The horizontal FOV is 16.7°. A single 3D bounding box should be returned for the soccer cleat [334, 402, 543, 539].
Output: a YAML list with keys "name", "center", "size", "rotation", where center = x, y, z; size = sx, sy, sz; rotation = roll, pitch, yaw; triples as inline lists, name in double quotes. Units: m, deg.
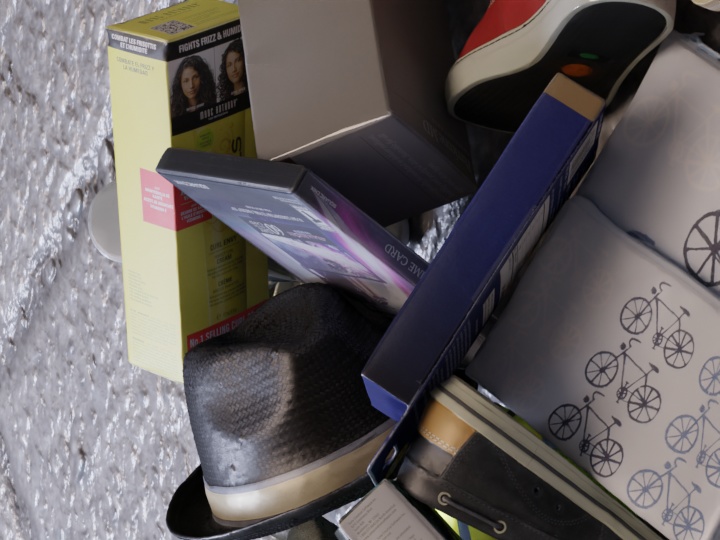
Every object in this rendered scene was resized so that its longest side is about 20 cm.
- name: "soccer cleat"
  center: [0.062, 0.131, 1.318]
  size: [0.084, 0.065, 0.200]
  rotation: [53, 137, 5]

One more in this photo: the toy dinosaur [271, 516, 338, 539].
- name: "toy dinosaur"
  center: [-0.018, 0.191, 1.410]
  size: [0.103, 0.076, 0.201]
  rotation: [96, 173, -49]

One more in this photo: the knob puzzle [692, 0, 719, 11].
- name: "knob puzzle"
  center: [0.192, -0.208, 1.072]
  size: [0.219, 0.030, 0.221]
  rotation: [-35, 47, 48]

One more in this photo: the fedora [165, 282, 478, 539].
- name: "fedora"
  center: [-0.037, 0.066, 1.302]
  size: [0.200, 0.200, 0.092]
  rotation: [-10, 110, 57]

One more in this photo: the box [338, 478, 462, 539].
- name: "box"
  center: [0.055, 0.165, 1.186]
  size: [0.144, 0.036, 0.200]
  rotation: [48, 178, 6]

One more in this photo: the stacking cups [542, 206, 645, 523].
- name: "stacking cups"
  center: [0.119, 0.068, 1.212]
  size: [0.060, 0.060, 0.202]
  rotation: [16, 104, 56]

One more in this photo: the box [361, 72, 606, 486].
- name: "box"
  center: [0.050, 0.009, 1.159]
  size: [0.201, 0.032, 0.121]
  rotation: [-58, -7, -7]

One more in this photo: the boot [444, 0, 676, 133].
- name: "boot"
  center: [0.102, -0.160, 1.228]
  size: [0.200, 0.072, 0.145]
  rotation: [140, 138, -62]

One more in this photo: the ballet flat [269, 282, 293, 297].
- name: "ballet flat"
  center: [-0.049, 0.037, 1.473]
  size: [0.200, 0.070, 0.071]
  rotation: [43, 127, 48]

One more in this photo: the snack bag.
- name: "snack bag"
  center: [0.150, 0.005, 1.124]
  size: [0.188, 0.021, 0.201]
  rotation: [40, 102, 47]

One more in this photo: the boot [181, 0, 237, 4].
- name: "boot"
  center: [-0.097, -0.190, 1.477]
  size: [0.200, 0.095, 0.074]
  rotation: [141, 128, -64]

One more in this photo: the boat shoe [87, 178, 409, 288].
- name: "boat shoe"
  center: [-0.059, -0.022, 1.444]
  size: [0.198, 0.068, 0.074]
  rotation: [-4, 80, 21]

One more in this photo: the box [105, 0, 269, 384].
- name: "box"
  center: [-0.093, -0.044, 1.351]
  size: [0.050, 0.075, 0.201]
  rotation: [19, 120, 38]

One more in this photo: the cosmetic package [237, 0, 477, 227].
- name: "cosmetic package"
  center: [-0.007, -0.132, 1.306]
  size: [0.090, 0.107, 0.201]
  rotation: [-23, 62, 21]

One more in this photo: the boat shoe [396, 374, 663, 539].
- name: "boat shoe"
  center: [0.095, 0.126, 1.143]
  size: [0.062, 0.200, 0.075]
  rotation: [-53, 25, -2]

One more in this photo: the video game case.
- name: "video game case"
  center: [0.000, 0.000, 1.285]
  size: [0.143, 0.200, 0.019]
  rotation: [11, 67, 57]
